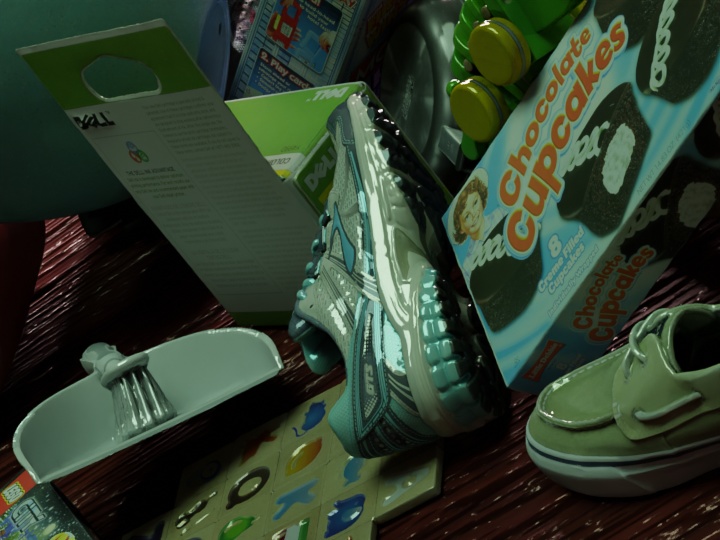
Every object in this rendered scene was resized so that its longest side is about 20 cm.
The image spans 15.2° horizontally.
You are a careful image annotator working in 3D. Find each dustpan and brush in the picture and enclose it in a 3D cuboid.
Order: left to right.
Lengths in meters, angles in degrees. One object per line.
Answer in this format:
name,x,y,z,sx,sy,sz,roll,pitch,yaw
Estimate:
dustpan and brush,-0.123,0.060,1.405,0.139,0.057,0.200,-25,0,-11

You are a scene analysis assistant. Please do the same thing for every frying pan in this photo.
frying pan,0.045,-0.062,1.397,0.115,0.031,0.191,116,147,-50

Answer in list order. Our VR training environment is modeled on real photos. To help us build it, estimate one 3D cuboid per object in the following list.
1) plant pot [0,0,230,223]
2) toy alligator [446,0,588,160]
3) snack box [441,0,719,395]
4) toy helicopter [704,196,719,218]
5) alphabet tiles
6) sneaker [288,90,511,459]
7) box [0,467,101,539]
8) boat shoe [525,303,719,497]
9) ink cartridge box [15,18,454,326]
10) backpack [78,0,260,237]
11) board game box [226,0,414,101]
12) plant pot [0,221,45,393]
plant pot,-0.147,-0.118,1.499,0.134,0.201,0.201,8,37,8
toy alligator,0.063,-0.089,1.261,0.059,0.054,0.200,-32,-23,-30
snack box,0.111,-0.054,1.172,0.200,0.037,0.116,-57,33,30
toy helicopter,0.148,-0.116,1.246,0.132,0.079,0.201,-38,52,47
alphabet tiles,-0.042,0.116,1.270,0.199,0.006,0.167,-29,25,22
sneaker,0.000,0.000,1.256,0.086,0.078,0.201,-27,47,14
box,-0.176,0.178,1.303,0.137,0.038,0.200,-44,22,-6
boat shoe,0.138,0.040,1.074,0.199,0.062,0.072,-16,32,44
ink cartridge box,-0.059,-0.067,1.379,0.147,0.200,0.076,-3,42,53
backpack,-0.131,-0.137,1.691,0.177,0.151,0.200,-32,19,25
board game box,0.005,-0.153,1.481,0.200,0.062,0.200,-48,-13,-28
plant pot,-0.281,0.004,1.611,0.200,0.201,0.178,-28,17,23
